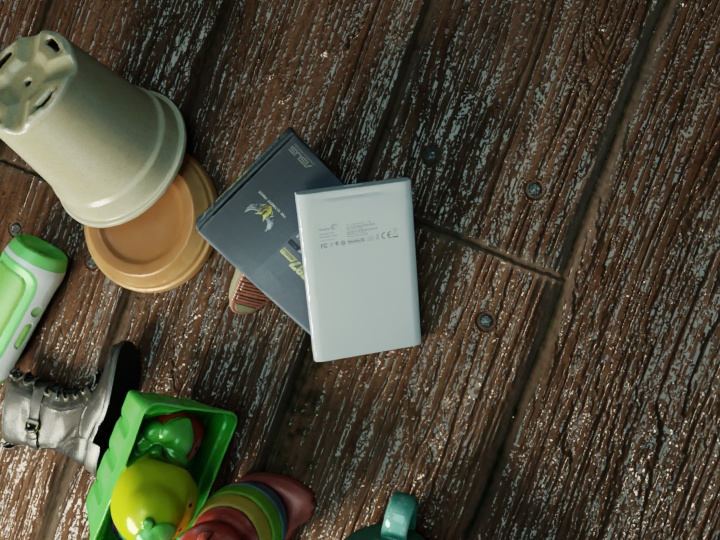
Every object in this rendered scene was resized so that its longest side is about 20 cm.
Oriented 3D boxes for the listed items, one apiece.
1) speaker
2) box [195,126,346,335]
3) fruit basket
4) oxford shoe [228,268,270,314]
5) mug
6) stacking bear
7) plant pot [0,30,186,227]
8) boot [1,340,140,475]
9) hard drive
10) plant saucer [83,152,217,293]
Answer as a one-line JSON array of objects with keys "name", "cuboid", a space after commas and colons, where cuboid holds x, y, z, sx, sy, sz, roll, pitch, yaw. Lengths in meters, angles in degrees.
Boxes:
[{"name": "speaker", "cuboid": [-0.476, 0.055, 1.041, 0.088, 0.088, 0.201, 32, 96, 13]}, {"name": "box", "cuboid": [-0.069, -0.042, 0.906, 0.158, 0.051, 0.200, -43, 111, 6]}, {"name": "fruit basket", "cuboid": [-0.233, 0.257, 0.912, 0.215, 0.155, 0.217, -18, 64, 41]}, {"name": "oxford shoe", "cuboid": [-0.116, -0.039, 0.973, 0.074, 0.071, 0.201, 39, 102, 42]}, {"name": "mug", "cuboid": [0.038, 0.361, 0.883, 0.185, 0.114, 0.152, -44, 78, 8]}, {"name": "stacking bear", "cuboid": [-0.145, 0.309, 0.886, 0.113, 0.200, 0.122, 29, 95, 12]}, {"name": "plant pot", "cuboid": [-0.347, -0.181, 0.936, 0.199, 0.183, 0.202, -8, 66, 19]}, {"name": "boot", "cuboid": [-0.396, 0.167, 1.025, 0.173, 0.069, 0.201, 18, 95, 14]}, {"name": "hard drive", "cuboid": [0.000, 0.000, 0.892, 0.131, 0.025, 0.201, -9, 109, -10]}, {"name": "plant saucer", "cuboid": [-0.284, -0.071, 1.021, 0.199, 0.037, 0.202, -1, 88, 14]}]
